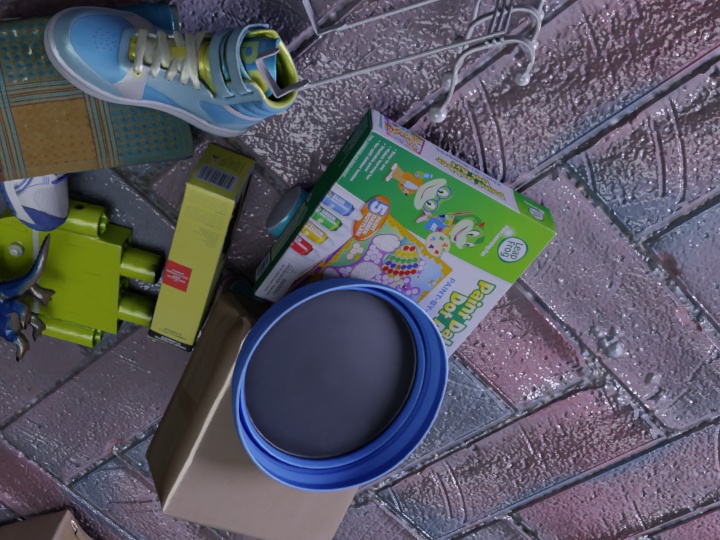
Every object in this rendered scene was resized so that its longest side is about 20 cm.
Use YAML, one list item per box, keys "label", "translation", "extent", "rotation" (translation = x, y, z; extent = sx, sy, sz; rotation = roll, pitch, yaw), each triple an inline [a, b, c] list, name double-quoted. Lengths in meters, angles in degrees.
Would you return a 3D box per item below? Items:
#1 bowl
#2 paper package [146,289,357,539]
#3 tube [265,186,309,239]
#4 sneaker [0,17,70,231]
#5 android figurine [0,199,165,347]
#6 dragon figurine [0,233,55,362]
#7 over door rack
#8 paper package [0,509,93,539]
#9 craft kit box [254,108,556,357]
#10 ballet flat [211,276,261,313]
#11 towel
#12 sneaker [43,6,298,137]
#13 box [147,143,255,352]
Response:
- label: "bowl"
  translation: [-0.020, 0.100, 0.964]
  extent: [0.200, 0.039, 0.201]
  rotation: [-8, 112, -20]
- label: "paper package"
  translation: [-0.082, 0.148, 1.047]
  extent: [0.190, 0.103, 0.200]
  rotation: [22, 100, -26]
- label: "tube"
  translation: [0.000, 0.000, 1.035]
  extent: [0.200, 0.050, 0.077]
  rotation: [40, 128, -21]
- label: "sneaker"
  translation: [-0.280, -0.126, 0.976]
  extent: [0.088, 0.075, 0.201]
  rotation: [0, 119, 7]
- label: "android figurine"
  translation: [-0.302, -0.001, 1.111]
  extent: [0.199, 0.041, 0.182]
  rotation: [15, 129, 0]
- label: "dragon figurine"
  translation: [-0.363, 0.026, 1.077]
  extent: [0.099, 0.059, 0.200]
  rotation: [28, 139, 0]
- label: "over door rack"
  translation: [0.038, -0.170, 0.828]
  extent: [0.199, 0.148, 0.067]
  rotation: [-2, 121, 14]
- label: "paper package"
  translation: [-0.445, 0.418, 1.371]
  extent: [0.200, 0.191, 0.104]
  rotation: [-18, 123, 26]
- label: "craft kit box"
  translation: [0.037, -0.016, 0.976]
  extent: [0.197, 0.049, 0.200]
  rotation: [25, 121, -21]
- label: "ballet flat"
  translation: [-0.116, 0.092, 1.127]
  extent: [0.071, 0.069, 0.200]
  rotation: [0, 130, 38]
- label: "towel"
  translation: [-0.248, -0.150, 0.929]
  extent: [0.199, 0.022, 0.147]
  rotation: [-10, 124, -15]
- label: "sneaker"
  translation: [-0.137, -0.171, 0.857]
  extent: [0.200, 0.080, 0.130]
  rotation: [13, 166, -37]
- label: "box"
  translation: [-0.154, -0.018, 1.039]
  extent: [0.050, 0.075, 0.200]
  rotation: [21, 130, -3]
